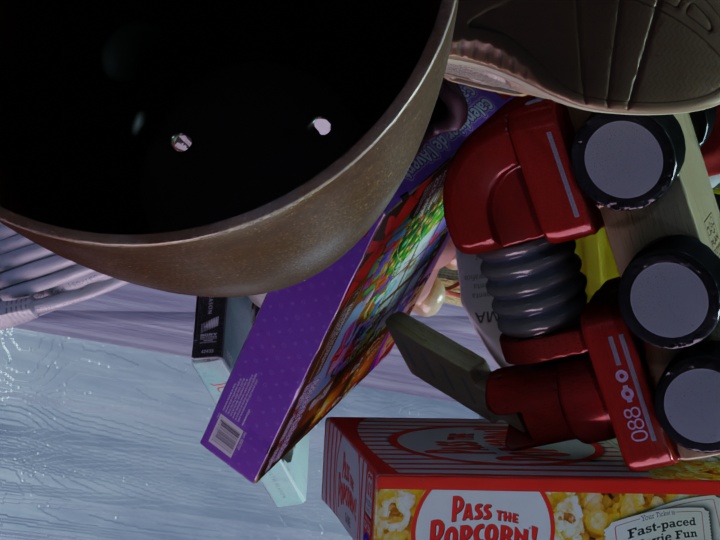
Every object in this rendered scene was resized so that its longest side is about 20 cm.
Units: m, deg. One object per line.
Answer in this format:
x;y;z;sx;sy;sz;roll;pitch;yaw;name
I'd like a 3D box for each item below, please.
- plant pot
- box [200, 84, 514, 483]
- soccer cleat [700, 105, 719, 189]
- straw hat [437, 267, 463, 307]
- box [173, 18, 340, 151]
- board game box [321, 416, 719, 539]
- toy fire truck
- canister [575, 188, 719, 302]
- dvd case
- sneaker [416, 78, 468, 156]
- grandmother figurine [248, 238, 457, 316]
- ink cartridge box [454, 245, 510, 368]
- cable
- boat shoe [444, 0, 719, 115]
-0.050;-0.066;0.750;0.187;0.187;0.200;6;163;9;plant pot
0.000;0.000;1.099;0.039;0.137;0.200;36;133;11;box
0.160;-0.066;1.077;0.200;0.069;0.085;-15;180;34;soccer cleat
0.107;-0.017;1.496;0.201;0.085;0.201;12;174;1;straw hat
-0.100;-0.084;0.917;0.200;0.038;0.137;20;140;6;box
0.091;0.106;1.069;0.200;0.046;0.151;1;-174;-10;board game box
0.081;0.005;1.035;0.200;0.176;0.129;-15;-168;23;toy fire truck
0.196;-0.007;1.150;0.200;0.149;0.087;-5;148;4;canister
-0.057;0.013;1.275;0.022;0.200;0.146;-10;139;13;dvd case
-0.043;-0.089;0.966;0.200;0.076;0.116;0;-150;-19;sneaker
-0.008;-0.001;1.263;0.061;0.121;0.200;30;-167;25;grandmother figurine
0.085;0.051;1.240;0.057;0.200;0.163;-2;171;7;ink cartridge box
-0.095;-0.038;1.110;0.200;0.069;0.200;-20;-178;20;cable
0.062;-0.107;0.930;0.200;0.072;0.065;7;-176;-3;boat shoe
